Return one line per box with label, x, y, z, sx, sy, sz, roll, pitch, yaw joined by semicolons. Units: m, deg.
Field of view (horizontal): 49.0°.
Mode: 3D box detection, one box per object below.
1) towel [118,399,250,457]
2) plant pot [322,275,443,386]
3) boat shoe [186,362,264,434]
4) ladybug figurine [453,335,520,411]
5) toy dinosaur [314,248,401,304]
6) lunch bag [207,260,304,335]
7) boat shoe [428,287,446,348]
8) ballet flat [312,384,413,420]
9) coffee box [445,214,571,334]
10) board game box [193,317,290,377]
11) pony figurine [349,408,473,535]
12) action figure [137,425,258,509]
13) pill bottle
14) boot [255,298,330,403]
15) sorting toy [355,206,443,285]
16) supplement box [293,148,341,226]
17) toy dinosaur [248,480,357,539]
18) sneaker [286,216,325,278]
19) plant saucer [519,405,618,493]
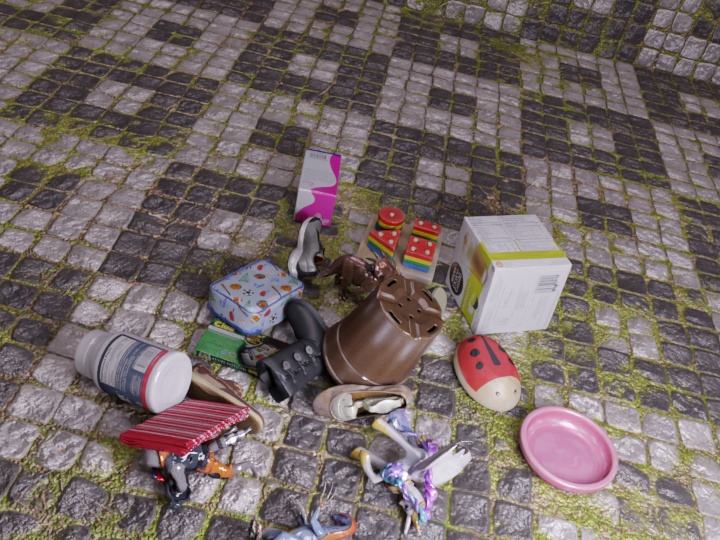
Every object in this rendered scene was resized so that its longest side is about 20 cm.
towel;-0.301;0.268;1.367;0.143;0.023;0.200;3;11;24
plant pot;0.054;0.129;1.578;0.198;0.199;0.202;20;44;-21
boat shoe;-0.254;0.236;1.503;0.198;0.073;0.072;25;41;24
ladybug figurine;0.273;0.208;1.689;0.134;0.073;0.201;-6;42;-22
toy dinosaur;0.000;0.000;1.810;0.197;0.137;0.086;16;38;3
lunch bag;-0.227;0.053;1.717;0.159;0.076;0.199;27;33;25
boat shoe;0.134;0.118;1.770;0.062;0.074;0.202;-7;38;34
ballet flat;0.004;0.255;1.519;0.197;0.069;0.067;-9;14;2
coffee box;0.339;0.006;1.852;0.197;0.201;0.199;-3;40;-19
board game box;-0.232;0.167;1.630;0.198;0.024;0.105;19;41;5
pony figurine;0.100;0.348;1.430;0.193;0.167;0.200;-40;60;-9
action figure;-0.295;0.304;1.385;0.191;0.105;0.201;0;40;-31
pill bottle;-0.426;0.181;1.468;0.198;0.121;0.120;16;37;23
boot;-0.145;0.157;1.597;0.165;0.066;0.199;45;42;11
sorting toy;0.105;-0.076;1.987;0.196;0.070;0.201;17;39;4
supplement box;-0.112;-0.219;2.071;0.100;0.104;0.201;11;37;-5
toy dinosaur;-0.096;0.449;1.317;0.179;0.105;0.203;17;74;-16
sneaker;-0.116;-0.051;1.881;0.078;0.075;0.201;4;44;9
plant saucer;0.406;0.360;1.562;0.198;0.051;0.202;9;38;-7
